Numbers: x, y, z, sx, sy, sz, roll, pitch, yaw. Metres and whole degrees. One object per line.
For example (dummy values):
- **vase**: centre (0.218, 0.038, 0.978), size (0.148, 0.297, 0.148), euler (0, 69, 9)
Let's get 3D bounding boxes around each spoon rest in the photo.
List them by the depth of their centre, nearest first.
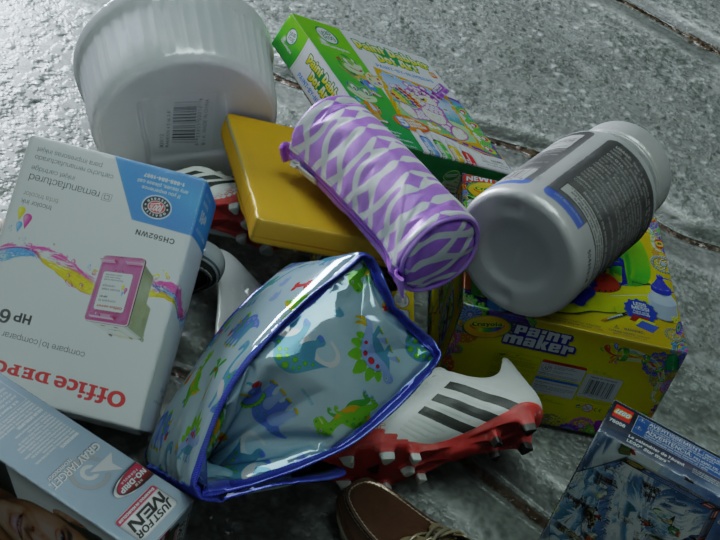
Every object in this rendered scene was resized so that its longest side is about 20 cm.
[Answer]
- **spoon rest**: centre (-0.100, 0.048, 0.989), size (0.099, 0.061, 0.200), euler (-16, 49, -33)

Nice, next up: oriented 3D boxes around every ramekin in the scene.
- **ramekin**: centre (-0.175, -0.171, 1.114), size (0.199, 0.201, 0.098), euler (-1, 51, -20)

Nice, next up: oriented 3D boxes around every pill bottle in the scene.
- **pill bottle**: centre (0.181, -0.051, 0.969), size (0.114, 0.114, 0.200), euler (35, 42, 21)

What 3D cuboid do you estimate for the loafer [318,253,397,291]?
- **loafer**: centre (0.000, 0.000, 1.034), size (0.075, 0.070, 0.200), euler (27, 26, 11)

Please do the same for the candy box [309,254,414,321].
- **candy box**: centre (0.000, 0.014, 1.089), size (0.102, 0.027, 0.201), euler (8, 40, -5)

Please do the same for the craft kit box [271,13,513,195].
- **craft kit box**: centre (0.034, -0.159, 1.136), size (0.199, 0.049, 0.198), euler (8, 37, -45)

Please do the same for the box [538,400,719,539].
- **box**: centre (0.201, 0.200, 0.811), size (0.136, 0.201, 0.040), euler (29, 42, 13)

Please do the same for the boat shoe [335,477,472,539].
- **boat shoe**: centre (0.062, 0.219, 0.840), size (0.200, 0.072, 0.076), euler (40, 45, 25)

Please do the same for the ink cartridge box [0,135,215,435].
- **ink cartridge box**: centre (-0.208, 0.015, 0.889), size (0.144, 0.085, 0.201), euler (14, 81, -1)

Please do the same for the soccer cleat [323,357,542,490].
- **soccer cleat**: centre (0.051, 0.123, 0.932), size (0.199, 0.069, 0.085), euler (-12, 51, -11)

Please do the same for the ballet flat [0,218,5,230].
- **ballet flat**: centre (-0.242, -0.044, 1.012), size (0.199, 0.068, 0.068), euler (4, 14, 2)

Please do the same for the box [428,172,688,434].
- **box**: centre (0.172, 0.032, 1.055), size (0.199, 0.122, 0.193), euler (12, 39, -6)

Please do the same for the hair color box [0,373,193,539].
- **hair color box**: centre (-0.218, 0.156, 0.794), size (0.199, 0.099, 0.061), euler (29, 41, 14)

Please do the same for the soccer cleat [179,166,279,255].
- **soccer cleat**: centre (-0.132, -0.064, 1.087), size (0.199, 0.069, 0.085), euler (1, 39, -6)

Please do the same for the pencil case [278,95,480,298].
- **pencil case**: centre (0.013, -0.066, 0.939), size (0.085, 0.084, 0.200), euler (-25, 48, -21)

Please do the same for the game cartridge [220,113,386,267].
- **game cartridge**: centre (-0.030, -0.070, 1.034), size (0.175, 0.033, 0.200), euler (11, 31, -21)

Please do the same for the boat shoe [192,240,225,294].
- **boat shoe**: centre (-0.213, 0.013, 0.966), size (0.199, 0.069, 0.057), euler (-4, 48, 9)

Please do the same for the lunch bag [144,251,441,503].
- **lunch bag**: centre (-0.063, 0.090, 0.839), size (0.200, 0.170, 0.128), euler (-39, 100, -19)
